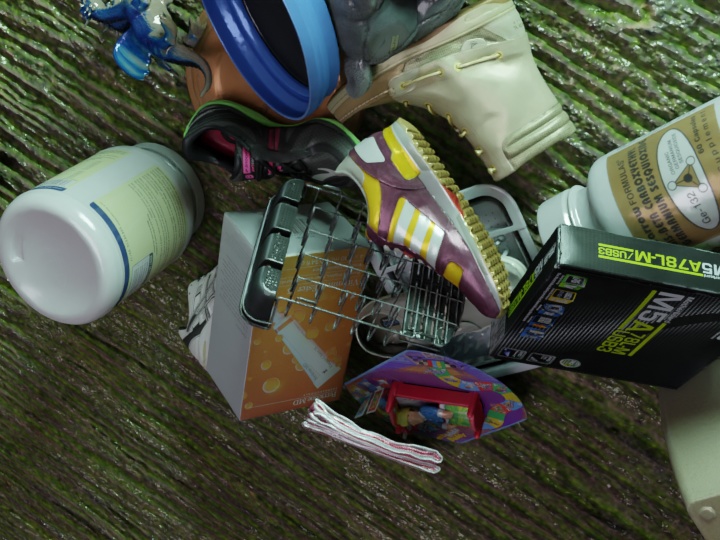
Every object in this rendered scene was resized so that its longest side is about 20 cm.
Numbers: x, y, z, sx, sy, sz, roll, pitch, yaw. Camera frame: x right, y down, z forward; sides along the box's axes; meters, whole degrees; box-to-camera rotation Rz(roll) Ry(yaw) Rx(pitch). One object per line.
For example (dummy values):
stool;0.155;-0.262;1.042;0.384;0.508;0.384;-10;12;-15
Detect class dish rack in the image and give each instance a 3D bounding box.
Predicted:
dish rack;0.000;0.000;0.937;0.200;0.154;0.055;17;145;-8
dish rack;0.114;0.013;1.022;0.172;0.044;0.200;-19;106;30

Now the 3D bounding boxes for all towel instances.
towel;0.010;0.179;1.078;0.146;0.200;0.030;21;80;1

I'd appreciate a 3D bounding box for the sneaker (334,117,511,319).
sneaker;0.057;-0.033;0.907;0.090;0.075;0.200;-32;86;17

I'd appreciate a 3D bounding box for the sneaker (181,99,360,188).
sneaker;-0.085;-0.110;0.984;0.200;0.084;0.077;12;132;21

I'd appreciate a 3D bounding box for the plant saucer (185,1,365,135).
plant saucer;-0.091;-0.190;1.020;0.200;0.032;0.200;11;119;20

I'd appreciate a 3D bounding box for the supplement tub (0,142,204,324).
supplement tub;-0.268;-0.047;1.070;0.145;0.200;0.145;10;118;20

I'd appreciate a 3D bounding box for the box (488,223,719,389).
box;0.233;0.039;0.889;0.193;0.048;0.200;12;152;-5

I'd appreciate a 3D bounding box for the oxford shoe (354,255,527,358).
oxford shoe;0.076;0.041;0.994;0.200;0.058;0.075;-20;104;30

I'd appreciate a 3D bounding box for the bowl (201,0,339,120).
bowl;-0.086;-0.231;0.890;0.201;0.039;0.201;50;161;24

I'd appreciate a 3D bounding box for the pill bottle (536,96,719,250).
pill bottle;0.261;-0.062;0.874;0.200;0.114;0.114;-28;101;33

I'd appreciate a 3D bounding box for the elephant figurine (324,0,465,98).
elephant figurine;-0.002;-0.289;0.876;0.155;0.142;0.200;-31;61;-2

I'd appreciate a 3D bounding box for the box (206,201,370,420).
box;-0.080;0.042;1.058;0.097;0.124;0.200;47;136;45

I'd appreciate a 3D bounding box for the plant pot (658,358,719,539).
plant pot;0.391;0.191;0.904;0.200;0.177;0.200;-28;101;33

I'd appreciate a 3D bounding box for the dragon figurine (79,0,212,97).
dragon figurine;-0.209;-0.228;1.016;0.200;0.059;0.099;53;128;14

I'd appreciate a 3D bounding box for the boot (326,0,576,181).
boot;0.082;-0.146;0.936;0.200;0.073;0.156;-26;102;21

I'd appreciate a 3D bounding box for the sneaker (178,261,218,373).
sneaker;-0.156;0.018;1.130;0.088;0.076;0.200;37;115;31

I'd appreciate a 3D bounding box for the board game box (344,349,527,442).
board game box;0.074;0.152;1.056;0.158;0.039;0.200;30;148;-17
